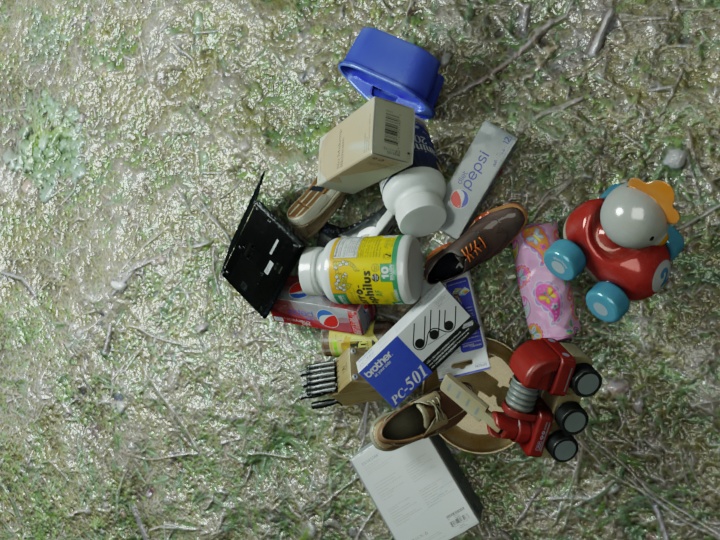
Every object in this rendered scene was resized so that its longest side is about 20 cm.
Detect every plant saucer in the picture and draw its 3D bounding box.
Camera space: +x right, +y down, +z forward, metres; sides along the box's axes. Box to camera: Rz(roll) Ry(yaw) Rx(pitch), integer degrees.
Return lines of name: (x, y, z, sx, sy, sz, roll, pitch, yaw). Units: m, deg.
plant saucer: (0.209, 0.218, 1.014, 0.196, 0.035, 0.205, -1, 88, 17)

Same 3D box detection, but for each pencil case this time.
pencil case: (0.311, 0.021, 0.966, 0.086, 0.087, 0.204, -14, 85, 16)

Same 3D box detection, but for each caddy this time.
caddy: (0.055, -0.338, 1.020, 0.198, 0.141, 0.106, 29, 94, 16)

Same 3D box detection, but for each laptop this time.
laptop: (-0.181, -0.051, 1.076, 0.200, 0.103, 0.179, 42, 120, 16)

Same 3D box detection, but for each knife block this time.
knife block: (-0.011, 0.211, 1.066, 0.176, 0.196, 0.065, 130, 144, -50)

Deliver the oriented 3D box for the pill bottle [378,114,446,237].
pill bottle: (0.085, -0.163, 0.985, 0.109, 0.111, 0.203, -22, 56, 15)

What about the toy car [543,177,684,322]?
toy car: (0.406, -0.056, 0.844, 0.184, 0.201, 0.177, -39, 77, -17)

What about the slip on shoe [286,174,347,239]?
slip on shoe: (-0.053, -0.143, 1.071, 0.075, 0.061, 0.201, 15, 58, 44)

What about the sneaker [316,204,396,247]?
sneaker: (-0.014, -0.077, 1.069, 0.111, 0.073, 0.201, 39, 101, 13)

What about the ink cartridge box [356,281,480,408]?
ink cartridge box: (0.095, 0.124, 0.954, 0.200, 0.044, 0.094, -44, 105, 6)

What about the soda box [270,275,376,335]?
soda box: (-0.073, 0.062, 1.065, 0.196, 0.070, 0.064, 7, 132, 24)

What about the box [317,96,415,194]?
box: (0.004, -0.198, 0.944, 0.199, 0.076, 0.097, -16, 69, 60)

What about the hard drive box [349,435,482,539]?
hard drive box: (0.100, 0.380, 1.023, 0.155, 0.077, 0.202, -34, 80, 13)

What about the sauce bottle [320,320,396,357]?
sauce bottle: (0.024, 0.124, 1.058, 0.196, 0.065, 0.066, -6, 87, 18)

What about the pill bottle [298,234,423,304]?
pill bottle: (0.000, 0.000, 0.971, 0.196, 0.112, 0.116, -1, 89, 21)

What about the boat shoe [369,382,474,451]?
boat shoe: (0.111, 0.244, 0.956, 0.197, 0.072, 0.077, -25, 77, -15)

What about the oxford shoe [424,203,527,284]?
oxford shoe: (0.190, -0.035, 0.948, 0.199, 0.073, 0.071, -38, 98, 25)

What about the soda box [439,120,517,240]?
soda box: (0.197, -0.154, 1.011, 0.068, 0.063, 0.202, 31, 98, 14)

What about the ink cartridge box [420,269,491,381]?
ink cartridge box: (0.163, 0.085, 1.006, 0.093, 0.037, 0.204, -16, 67, 17)

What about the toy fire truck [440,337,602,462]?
toy fire truck: (0.243, 0.189, 0.903, 0.196, 0.129, 0.180, 8, 108, -12)
